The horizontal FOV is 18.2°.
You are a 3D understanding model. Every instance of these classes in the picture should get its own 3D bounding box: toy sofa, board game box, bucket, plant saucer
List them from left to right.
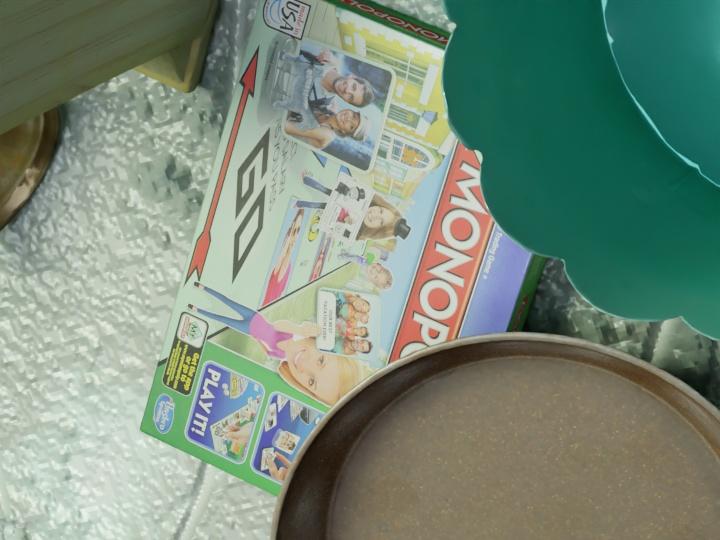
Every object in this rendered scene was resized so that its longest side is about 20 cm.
[{"bbox_3d":[-0.127,-0.098,0.812,0.083,0.200,0.098,25,119,16],"label":"toy sofa"},{"bbox_3d":[0.000,0.000,0.878,0.134,0.029,0.200,24,112,17],"label":"board game box"},{"bbox_3d":[0.066,0.112,0.857,0.200,0.034,0.201,3,109,9],"label":"plant saucer"},{"bbox_3d":[0.139,-0.086,0.732,0.207,0.135,0.208,6,107,21],"label":"bucket"}]

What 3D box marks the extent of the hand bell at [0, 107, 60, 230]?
[{"bbox_3d":[-0.228,-0.097,0.932,0.200,0.104,0.104,42,117,21],"label":"hand bell"}]
